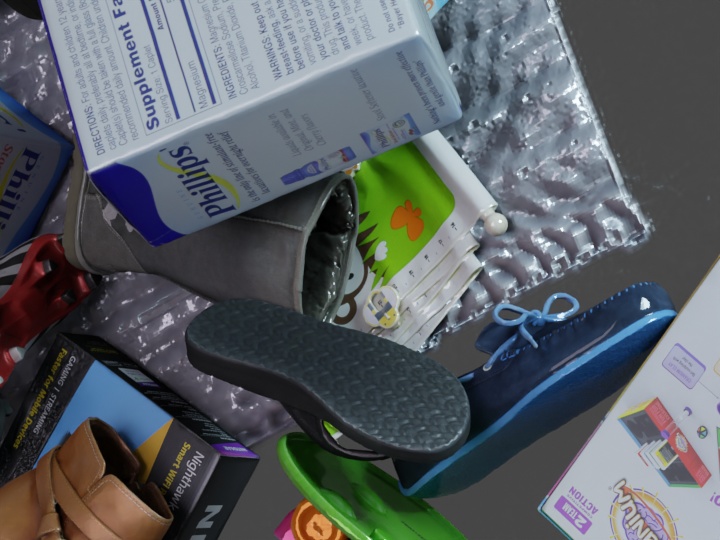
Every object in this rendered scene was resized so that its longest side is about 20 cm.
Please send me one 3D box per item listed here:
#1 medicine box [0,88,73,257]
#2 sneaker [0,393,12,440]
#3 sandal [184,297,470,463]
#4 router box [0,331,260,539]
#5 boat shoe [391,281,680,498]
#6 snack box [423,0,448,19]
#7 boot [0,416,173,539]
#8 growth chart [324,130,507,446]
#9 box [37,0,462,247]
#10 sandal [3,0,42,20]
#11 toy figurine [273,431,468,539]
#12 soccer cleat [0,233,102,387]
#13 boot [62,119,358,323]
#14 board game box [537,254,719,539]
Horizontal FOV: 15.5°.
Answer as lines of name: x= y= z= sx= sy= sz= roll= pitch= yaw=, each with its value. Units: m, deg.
medicine box: x=-0.320 y=-0.090 z=1.685 sx=0.182 sy=0.200 sz=0.103 roll=37 pitch=107 yaw=30
sneaker: x=-0.303 y=0.069 z=1.696 sx=0.200 sy=0.098 sz=0.071 roll=31 pitch=101 yaw=55
sandal: x=-0.014 y=0.068 z=1.496 sx=0.200 sy=0.075 sz=0.048 roll=23 pitch=134 yaw=39
router box: x=-0.169 y=0.161 z=1.650 sx=0.149 sy=0.051 sz=0.200 roll=33 pitch=103 yaw=29
boat shoe: x=0.085 y=0.055 z=1.481 sx=0.200 sy=0.084 sz=0.069 roll=-34 pitch=65 yaw=24
snack box: x=-0.036 y=-0.148 z=1.562 sx=0.200 sy=0.037 sz=0.116 roll=-47 pitch=61 yaw=-6
boot: x=-0.159 y=0.200 z=1.572 sx=0.155 sy=0.074 sz=0.200 roll=-45 pitch=69 yaw=15
growth chart: x=0.000 y=0.000 z=1.579 sx=0.145 sy=0.018 sz=0.200 roll=43 pitch=107 yaw=29
box: x=-0.069 y=-0.144 z=1.489 sx=0.200 sy=0.105 sz=0.184 roll=-22 pitch=63 yaw=7
sandal: x=-0.178 y=-0.214 z=1.688 sx=0.201 sy=0.057 sz=0.080 roll=-11 pitch=116 yaw=44
toy figurine: x=-0.015 y=0.223 z=1.484 sx=0.200 sy=0.150 sz=0.184 roll=38 pitch=100 yaw=15
soccer cleat: x=-0.240 y=0.038 z=1.636 sx=0.085 sy=0.200 sz=0.069 roll=-23 pitch=103 yaw=38
boot: x=-0.089 y=-0.062 z=1.599 sx=0.200 sy=0.072 sz=0.182 roll=10 pitch=100 yaw=45
board game box: x=0.208 y=0.099 z=1.420 sx=0.153 sy=0.040 sz=0.200 roll=44 pitch=108 yaw=28
